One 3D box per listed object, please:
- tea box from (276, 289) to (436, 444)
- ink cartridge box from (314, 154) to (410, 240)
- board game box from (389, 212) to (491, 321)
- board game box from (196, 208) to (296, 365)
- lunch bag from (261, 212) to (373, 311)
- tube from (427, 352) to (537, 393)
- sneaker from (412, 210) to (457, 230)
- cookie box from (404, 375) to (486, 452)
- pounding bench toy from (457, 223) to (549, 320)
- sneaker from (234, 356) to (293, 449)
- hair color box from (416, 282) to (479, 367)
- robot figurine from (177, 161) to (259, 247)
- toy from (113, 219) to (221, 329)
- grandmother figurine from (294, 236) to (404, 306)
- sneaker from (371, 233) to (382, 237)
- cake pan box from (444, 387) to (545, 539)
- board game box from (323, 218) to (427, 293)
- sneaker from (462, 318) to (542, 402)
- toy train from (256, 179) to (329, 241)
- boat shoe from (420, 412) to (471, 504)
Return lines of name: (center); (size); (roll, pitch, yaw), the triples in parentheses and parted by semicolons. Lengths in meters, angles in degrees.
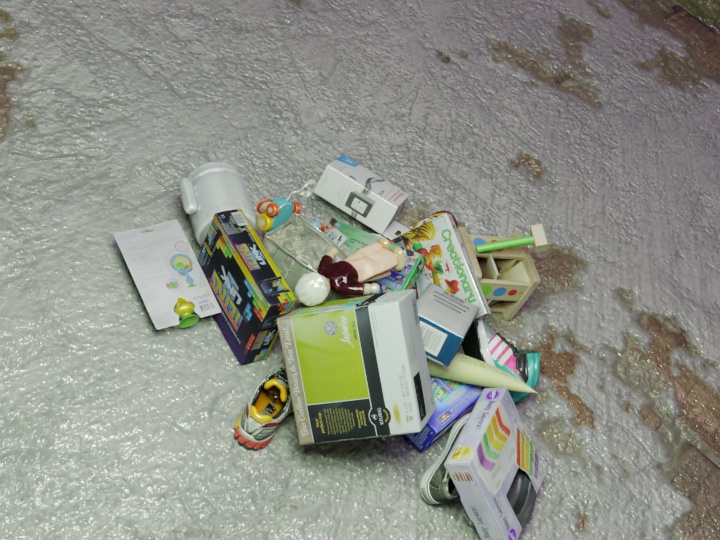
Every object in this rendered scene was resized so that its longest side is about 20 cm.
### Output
tea box: (-0.004, 0.146, 1.523); (0.196, 0.200, 0.134); (-8, 6, 15)
ink cartridge box: (0.021, -0.140, 1.936); (0.200, 0.067, 0.116); (32, 22, 4)
board game box: (0.142, 0.012, 1.801); (0.035, 0.126, 0.200); (10, 56, -65)
board game box: (-0.197, 0.027, 1.631); (0.057, 0.165, 0.200); (-12, 56, -37)
lunch bag: (-0.087, 0.034, 1.680); (0.200, 0.164, 0.118); (36, 40, 8)
tube: (0.196, 0.173, 1.667); (0.200, 0.052, 0.058); (16, 45, -15)
sneaker: (0.147, -0.074, 1.945); (0.075, 0.090, 0.200); (34, 45, 7)
cookie box: (0.096, 0.183, 1.697); (0.200, 0.075, 0.171); (45, 45, 16)
pounding bench toy: (0.243, -0.018, 1.863); (0.156, 0.200, 0.124); (5, 49, -23)
sneaker: (-0.125, 0.194, 1.575); (0.078, 0.082, 0.200); (29, 43, 1)
hair color box: (0.131, 0.088, 1.654); (0.100, 0.061, 0.200); (28, 17, 7)
robot figurine: (-0.251, -0.113, 1.770); (0.170, 0.113, 0.200); (22, 37, -47)
toy: (-0.326, 0.013, 1.663); (0.115, 0.047, 0.200); (-15, 58, -28)
grandmother figurine: (-0.019, 0.007, 1.583); (0.200, 0.061, 0.121); (-23, 36, -36)
sneaker: (0.006, 0.004, 1.819); (0.112, 0.071, 0.200); (7, 40, -26)
cake pan box: (0.219, 0.320, 1.581); (0.184, 0.052, 0.200); (-49, 122, -45)
board game box: (0.000, 0.000, 1.750); (0.200, 0.029, 0.135); (23, 77, 28)
sneaker: (0.265, 0.150, 1.802); (0.121, 0.084, 0.200); (-5, 61, -24)
toy train: (-0.126, -0.088, 1.780); (0.150, 0.200, 0.056); (-38, 61, -18)
boat shoe: (0.173, 0.305, 1.619); (0.071, 0.064, 0.200); (54, 47, -15)
